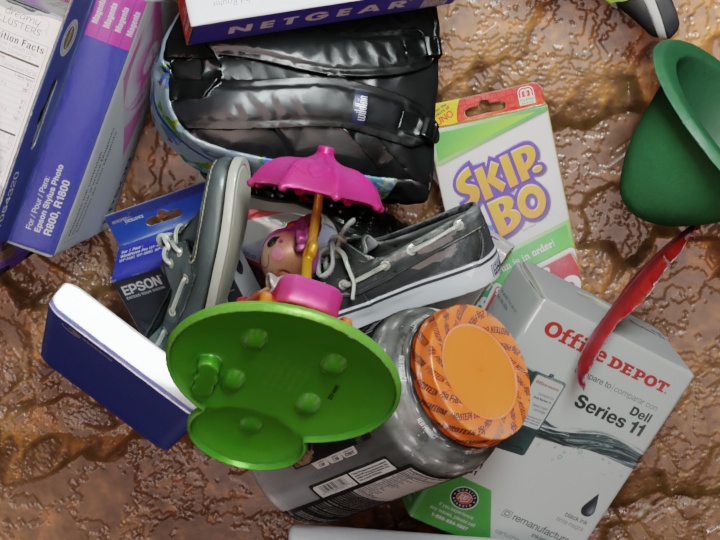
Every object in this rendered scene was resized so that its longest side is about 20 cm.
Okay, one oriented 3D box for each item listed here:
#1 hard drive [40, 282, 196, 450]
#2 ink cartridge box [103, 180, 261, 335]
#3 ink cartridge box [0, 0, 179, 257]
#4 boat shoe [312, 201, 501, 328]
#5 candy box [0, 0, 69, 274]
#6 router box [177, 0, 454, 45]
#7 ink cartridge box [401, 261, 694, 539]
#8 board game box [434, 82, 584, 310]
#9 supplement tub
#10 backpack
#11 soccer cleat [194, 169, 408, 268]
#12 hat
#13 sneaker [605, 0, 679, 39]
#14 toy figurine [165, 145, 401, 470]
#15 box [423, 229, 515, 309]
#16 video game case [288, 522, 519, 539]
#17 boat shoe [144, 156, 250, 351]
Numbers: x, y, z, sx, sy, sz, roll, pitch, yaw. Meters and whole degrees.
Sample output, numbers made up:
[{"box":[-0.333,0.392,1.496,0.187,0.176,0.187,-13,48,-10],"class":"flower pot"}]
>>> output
[{"box":[-0.181,0.078,1.066,0.132,0.200,0.025,37,70,-3],"class":"hard drive"},{"box":[-0.122,0.036,1.099,0.099,0.039,0.200,-18,110,22],"class":"ink cartridge box"},{"box":[-0.193,-0.111,1.026,0.043,0.200,0.197,22,101,0],"class":"ink cartridge box"},{"box":[0.000,0.001,1.032,0.199,0.074,0.068,-16,110,13],"class":"boat shoe"},{"box":[-0.257,-0.106,1.047,0.071,0.168,0.200,21,100,-1],"class":"candy box"},{"box":[-0.041,-0.263,0.980,0.199,0.049,0.180,-10,86,-12],"class":"router box"},{"box":[0.138,0.115,1.083,0.146,0.083,0.200,25,104,-16],"class":"ink cartridge box"},{"box":[0.116,-0.041,1.108,0.095,0.030,0.201,-12,97,5],"class":"board game box"},{"box":[0.017,0.102,1.008,0.200,0.122,0.123,-29,98,42],"class":"supplement tub"},{"box":[-0.056,-0.130,1.042,0.199,0.154,0.164,2,85,-25],"class":"backpack"},{"box":[-0.040,-0.023,1.107,0.200,0.068,0.073,20,120,-1],"class":"soccer cleat"},{"box":[0.213,-0.052,1.049,0.176,0.200,0.166,-42,80,32],"class":"hat"},{"box":[0.153,-0.237,1.055,0.083,0.072,0.200,-42,87,17],"class":"sneaker"},{"box":[-0.043,0.012,0.952,0.150,0.184,0.200,18,142,-9],"class":"toy figurine"},{"box":[0.049,0.052,1.104,0.041,0.039,0.200,34,109,7],"class":"box"},{"box":[0.046,0.260,1.112,0.199,0.022,0.183,4,140,4],"class":"video game case"},{"box":[-0.123,0.001,1.018,0.062,0.073,0.200,17,126,2],"class":"boat shoe"}]
